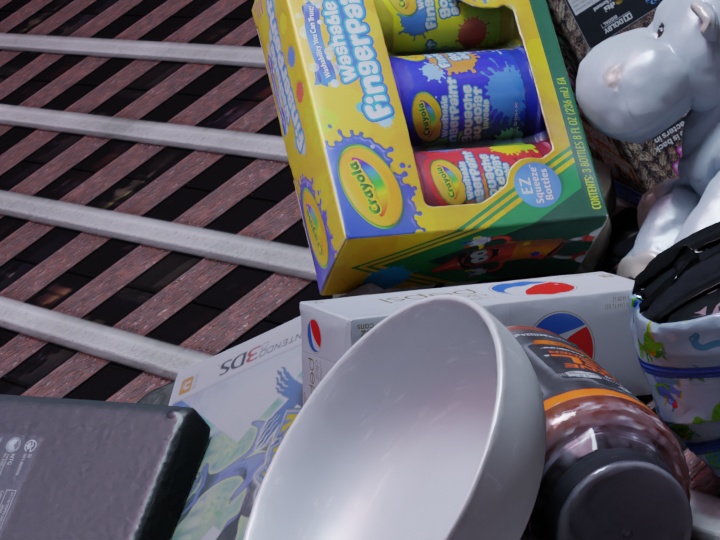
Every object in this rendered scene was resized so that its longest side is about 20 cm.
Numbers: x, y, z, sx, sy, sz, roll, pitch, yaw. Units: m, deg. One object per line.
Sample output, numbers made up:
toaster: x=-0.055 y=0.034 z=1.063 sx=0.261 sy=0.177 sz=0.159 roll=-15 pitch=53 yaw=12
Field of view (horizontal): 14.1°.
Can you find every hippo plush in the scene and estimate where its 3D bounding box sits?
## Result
hippo plush: x=0.215 y=-0.084 z=1.714 sx=0.199 sy=0.161 sz=0.159 roll=-27 pitch=19 yaw=8

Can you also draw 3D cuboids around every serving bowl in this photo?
serving bowl: x=0.026 y=0.114 z=1.421 sx=0.200 sy=0.066 sz=0.201 roll=-43 pitch=29 yaw=30

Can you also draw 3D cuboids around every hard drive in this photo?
hard drive: x=-0.198 y=0.140 z=1.732 sx=0.199 sy=0.033 sz=0.140 roll=2 pitch=57 yaw=32

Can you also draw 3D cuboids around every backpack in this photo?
backpack: x=0.236 y=0.022 z=1.486 sx=0.198 sy=0.155 sz=0.163 roll=-4 pitch=26 yaw=6

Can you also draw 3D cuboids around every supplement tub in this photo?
supplement tub: x=0.105 y=0.102 z=1.501 sx=0.107 sy=0.107 sz=0.200 roll=-31 pitch=20 yaw=-5

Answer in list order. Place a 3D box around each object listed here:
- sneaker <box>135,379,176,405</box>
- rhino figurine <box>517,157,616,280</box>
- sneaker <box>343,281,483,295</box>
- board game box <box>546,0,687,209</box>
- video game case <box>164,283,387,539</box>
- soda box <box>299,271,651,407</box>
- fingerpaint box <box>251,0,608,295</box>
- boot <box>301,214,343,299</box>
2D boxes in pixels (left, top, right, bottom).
sneaker: x=-0.126 y=0.121 z=1.852 sx=0.090 sy=0.067 sz=0.200 roll=-16 pitch=20 yaw=40
rhino figurine: x=0.120 y=-0.015 z=1.836 sx=0.087 sy=0.060 sz=0.200 roll=-28 pitch=21 yaw=19
sneaker: x=0.000 y=0.000 z=1.813 sx=0.201 sy=0.115 sz=0.076 roll=-49 pitch=29 yaw=13
board game box: x=0.199 y=-0.162 z=1.871 sx=0.159 sy=0.201 sz=0.097 roll=-32 pitch=18 yaw=-7
video game case: x=-0.067 y=0.117 z=1.690 sx=0.182 sy=0.022 sz=0.201 roll=-26 pitch=39 yaw=42
soda box: x=0.069 y=0.044 z=1.631 sx=0.199 sy=0.064 sz=0.068 roll=-6 pitch=10 yaw=-26
fingerpaint box: x=0.039 y=-0.096 z=1.737 sx=0.166 sy=0.201 sz=0.073 roll=-5 pitch=-27 yaw=-18
boot: x=0.042 y=-0.074 z=1.918 sx=0.201 sy=0.072 sz=0.182 roll=-63 pitch=29 yaw=27
